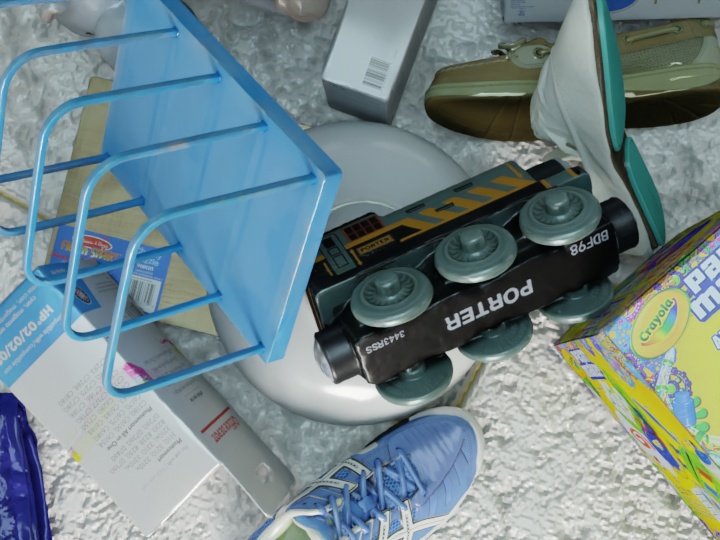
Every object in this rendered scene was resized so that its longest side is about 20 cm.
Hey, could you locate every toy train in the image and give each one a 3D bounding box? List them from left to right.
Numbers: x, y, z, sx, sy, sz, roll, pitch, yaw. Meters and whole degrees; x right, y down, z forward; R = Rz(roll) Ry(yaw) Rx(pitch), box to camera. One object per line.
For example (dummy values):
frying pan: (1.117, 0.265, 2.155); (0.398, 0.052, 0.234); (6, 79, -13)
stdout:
toy train: (0.056, -0.003, 0.721); (0.199, 0.114, 0.086); (-25, 127, -8)

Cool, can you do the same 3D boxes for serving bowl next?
serving bowl: (0.000, 0.000, 0.803); (0.198, 0.066, 0.202); (0, 87, -7)

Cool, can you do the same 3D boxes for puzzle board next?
puzzle board: (-0.104, -0.036, 0.849); (0.198, 0.017, 0.152); (13, 86, 4)

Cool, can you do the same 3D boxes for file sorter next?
file sorter: (-0.129, -0.049, 0.701); (0.122, 0.139, 0.200); (-18, 52, -37)

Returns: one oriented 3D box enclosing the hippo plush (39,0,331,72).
hippo plush: (-0.131, -0.200, 0.793); (0.161, 0.159, 0.200); (-40, 103, 9)

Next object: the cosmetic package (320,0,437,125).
cosmetic package: (0.030, -0.202, 0.827); (0.050, 0.083, 0.202); (19, 85, 6)

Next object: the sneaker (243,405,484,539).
sneaker: (-0.002, 0.159, 0.796); (0.199, 0.077, 0.076); (-38, 83, -3)

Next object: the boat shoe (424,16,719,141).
boat shoe: (0.139, -0.130, 0.824); (0.199, 0.073, 0.064); (-5, 73, 0)

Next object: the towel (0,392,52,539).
towel: (-0.302, 0.169, 0.824); (0.198, 0.050, 0.149); (-11, 77, 1)

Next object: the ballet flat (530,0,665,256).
ballet flat: (0.139, -0.080, 0.774); (0.069, 0.201, 0.070); (-15, 42, 14)

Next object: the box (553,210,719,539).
box: (0.228, 0.075, 0.735); (0.122, 0.200, 0.193); (-40, 86, -2)

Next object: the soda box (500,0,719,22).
soda box: (0.190, -0.209, 0.819); (0.198, 0.064, 0.069); (-1, 47, 1)

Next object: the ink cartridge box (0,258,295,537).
ink cartridge box: (-0.137, 0.089, 0.781); (0.068, 0.115, 0.200); (-44, 89, 5)
